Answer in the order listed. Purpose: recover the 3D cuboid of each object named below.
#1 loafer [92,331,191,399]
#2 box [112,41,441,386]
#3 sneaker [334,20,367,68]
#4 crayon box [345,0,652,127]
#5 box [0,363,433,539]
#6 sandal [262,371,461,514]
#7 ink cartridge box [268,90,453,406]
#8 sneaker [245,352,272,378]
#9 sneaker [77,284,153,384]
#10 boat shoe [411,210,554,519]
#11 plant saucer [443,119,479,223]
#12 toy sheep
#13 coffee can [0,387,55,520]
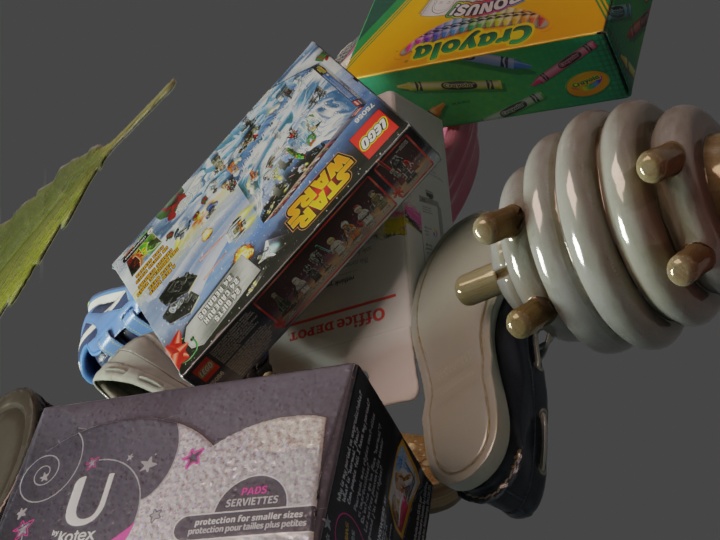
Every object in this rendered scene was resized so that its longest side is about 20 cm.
[{"bbox_3d":[-0.130,0.114,0.964,0.069,0.071,0.199,-29,37,-24],"label":"loafer"},{"bbox_3d":[-0.057,-0.035,0.818,0.200,0.040,0.137,-47,41,4],"label":"box"},{"bbox_3d":[0.004,-0.149,1.102,0.200,0.081,0.075,-45,3,14],"label":"sneaker"},{"bbox_3d":[0.096,-0.165,0.903,0.197,0.058,0.120,-6,47,32],"label":"crayon box"},{"bbox_3d":[-0.079,0.143,0.678,0.197,0.115,0.133,-10,44,24],"label":"box"},{"bbox_3d":[-0.040,0.092,0.778,0.208,0.071,0.078,2,25,21],"label":"sandal"},{"bbox_3d":[0.000,0.000,0.862,0.115,0.067,0.203,-16,68,32],"label":"ink cartridge box"},{"bbox_3d":[-0.059,0.059,0.965,0.074,0.079,0.201,-23,47,1],"label":"sneaker"},{"bbox_3d":[-0.200,0.051,1.200,0.199,0.073,0.083,-30,36,52],"label":"sneaker"},{"bbox_3d":[0.076,0.049,0.757,0.075,0.062,0.202,-36,34,27],"label":"boat shoe"},{"bbox_3d":[0.020,-0.063,0.991,0.200,0.051,0.202,-38,31,28],"label":"plant saucer"},{"bbox_3d":[0.130,-0.019,0.672,0.198,0.138,0.139,-15,44,33],"label":"toy sheep"},{"bbox_3d":[-0.172,0.189,0.846,0.146,0.199,0.147,-38,31,28],"label":"coffee can"}]
